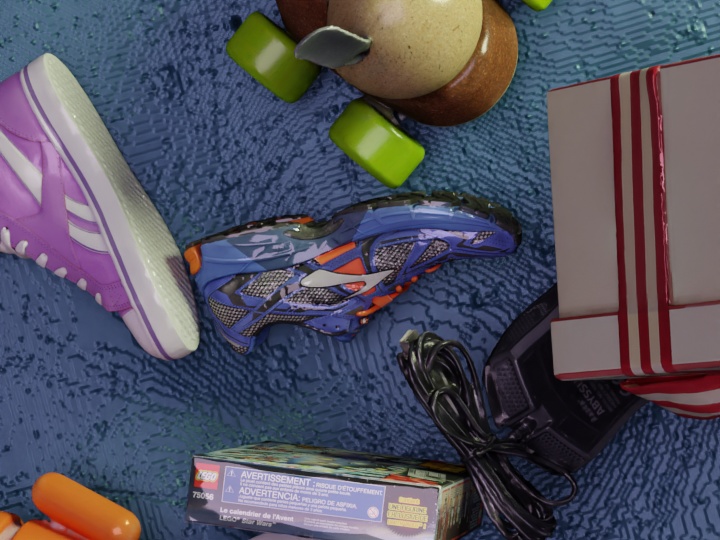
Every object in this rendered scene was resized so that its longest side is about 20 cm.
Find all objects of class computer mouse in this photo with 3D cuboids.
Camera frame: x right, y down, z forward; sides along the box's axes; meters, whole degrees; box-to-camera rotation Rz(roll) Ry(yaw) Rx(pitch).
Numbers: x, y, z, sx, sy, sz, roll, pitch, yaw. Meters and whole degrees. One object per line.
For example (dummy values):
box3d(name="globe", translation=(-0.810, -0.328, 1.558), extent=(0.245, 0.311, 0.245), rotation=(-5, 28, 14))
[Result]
box3d(name="computer mouse", translation=(0.114, 0.052, 1.699), extent=(0.200, 0.053, 0.139), rotation=(-37, 100, -27))

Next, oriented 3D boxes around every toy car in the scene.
box3d(name="toy car", translation=(0.010, -0.152, 1.677), extent=(0.158, 0.200, 0.164), rotation=(40, 95, 8))

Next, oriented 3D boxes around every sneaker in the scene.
box3d(name="sneaker", translation=(-0.178, -0.015, 1.776), extent=(0.114, 0.073, 0.201), rotation=(-34, 73, 11))
box3d(name="sneaker", translation=(0.000, 0.000, 1.748), extent=(0.199, 0.075, 0.079), rotation=(-10, 96, 17))

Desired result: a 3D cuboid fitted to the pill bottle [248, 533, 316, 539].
box3d(name="pill bottle", translation=(-0.016, 0.252, 1.683), extent=(0.113, 0.113, 0.200), rotation=(-27, 115, 8))

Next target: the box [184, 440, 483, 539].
box3d(name="box", translation=(-0.009, 0.124, 1.674), extent=(0.136, 0.200, 0.040), rotation=(7, 90, 9))

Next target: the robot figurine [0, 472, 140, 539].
box3d(name="robot figurine", translation=(-0.176, 0.206, 1.744), extent=(0.199, 0.117, 0.144), rotation=(15, 133, 9))

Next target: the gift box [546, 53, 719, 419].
box3d(name="gift box", translation=(0.228, -0.015, 1.631), extent=(0.199, 0.184, 0.188), rotation=(1, 85, -31))
